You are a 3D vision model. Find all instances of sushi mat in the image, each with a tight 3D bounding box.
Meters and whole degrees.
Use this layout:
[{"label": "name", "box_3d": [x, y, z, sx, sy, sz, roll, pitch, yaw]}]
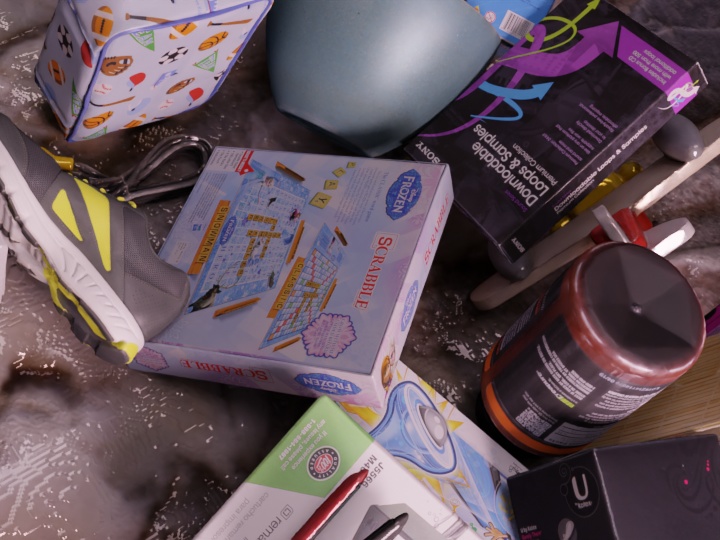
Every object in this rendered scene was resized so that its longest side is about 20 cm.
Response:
[{"label": "sushi mat", "box_3d": [0.238, 0.092, 0.834, 0.012, 0.200, 0.096, 43, 54, -13]}]

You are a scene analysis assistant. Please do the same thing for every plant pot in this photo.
[{"label": "plant pot", "box_3d": [-0.001, -0.176, 0.927, 0.199, 0.200, 0.135, 27, 91, -4]}]

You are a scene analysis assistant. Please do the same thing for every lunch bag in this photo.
[{"label": "lunch bag", "box_3d": [-0.158, -0.175, 0.844, 0.160, 0.200, 0.076, -25, 85, -31]}]

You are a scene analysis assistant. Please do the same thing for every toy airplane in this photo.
[{"label": "toy airplane", "box_3d": [0.195, -0.050, 0.903, 0.200, 0.199, 0.141, -34, 88, -31]}]

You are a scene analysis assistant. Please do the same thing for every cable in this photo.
[{"label": "cable", "box_3d": [-0.195, -0.063, 0.843, 0.199, 0.050, 0.097, -12, 67, -26]}]

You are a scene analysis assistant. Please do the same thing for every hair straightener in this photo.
[{"label": "hair straightener", "box_3d": [-0.042, 0.212, 0.641, 0.077, 0.041, 0.200, 44, 79, 8]}]

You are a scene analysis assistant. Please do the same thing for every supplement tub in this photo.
[{"label": "supplement tub", "box_3d": [0.156, 0.070, 0.810, 0.106, 0.200, 0.107, 10, 58, -17]}]

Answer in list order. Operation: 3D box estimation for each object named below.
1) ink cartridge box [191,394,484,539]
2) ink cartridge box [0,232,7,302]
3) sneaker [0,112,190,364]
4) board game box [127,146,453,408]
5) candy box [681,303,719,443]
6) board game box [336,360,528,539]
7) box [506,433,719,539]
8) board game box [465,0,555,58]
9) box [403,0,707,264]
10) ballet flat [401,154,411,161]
[{"label": "ink cartridge box", "box_3d": [0.002, 0.202, 0.711, 0.200, 0.084, 0.146, 41, 78, 6]}, {"label": "ink cartridge box", "box_3d": [-0.358, -0.023, 0.733, 0.199, 0.086, 0.147, -22, 70, -30]}, {"label": "sneaker", "box_3d": [-0.197, -0.030, 0.769, 0.085, 0.074, 0.200, -34, 88, -33]}, {"label": "board game box", "box_3d": [-0.051, -0.004, 0.814, 0.199, 0.041, 0.200, 7, 52, 20]}, {"label": "candy box", "box_3d": [0.284, 0.143, 0.857, 0.061, 0.136, 0.201, 13, 57, -15]}, {"label": "board game box", "box_3d": [0.043, 0.162, 0.810, 0.200, 0.034, 0.135, 40, 54, 5]}, {"label": "box", "box_3d": [0.197, 0.225, 0.763, 0.122, 0.106, 0.201, -1, 70, -31]}, {"label": "board game box", "box_3d": [0.063, -0.264, 0.995, 0.199, 0.196, 0.056, 27, 99, -5]}, {"label": "box", "box_3d": [0.147, -0.119, 0.863, 0.200, 0.036, 0.143, -44, 49, 4]}, {"label": "ballet flat", "box_3d": [0.108, -0.121, 0.994, 0.071, 0.071, 0.200, 47, 54, 10]}]
